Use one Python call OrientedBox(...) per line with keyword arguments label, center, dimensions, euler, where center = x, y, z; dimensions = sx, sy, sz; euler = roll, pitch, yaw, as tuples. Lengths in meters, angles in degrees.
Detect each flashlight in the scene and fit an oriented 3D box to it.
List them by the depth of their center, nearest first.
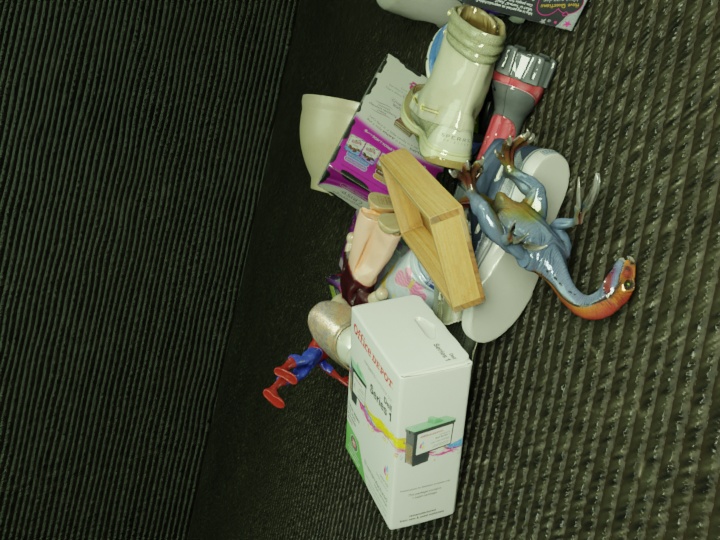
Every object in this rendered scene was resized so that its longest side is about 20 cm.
OrientedBox(label="flashlight", center=(0.151, -0.146, 0.901), dimensions=(0.068, 0.067, 0.202), euler=(-118, 44, -62))

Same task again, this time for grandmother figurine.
OrientedBox(label="grandmother figurine", center=(0.000, 0.000, 1.011), dimensions=(0.122, 0.060, 0.201), euler=(-102, 28, -49))

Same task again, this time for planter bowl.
OrientedBox(label="planter bowl", center=(-0.005, -0.174, 1.219), dimensions=(0.200, 0.198, 0.136), euler=(-149, 72, -73))

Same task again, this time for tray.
OrientedBox(label="tray", center=(0.069, -0.048, 0.817), dimensions=(0.200, 0.037, 0.100), euler=(-115, 6, -64))

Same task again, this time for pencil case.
OrientedBox(label="pencil case", center=(0.072, 0.027, 1.020), dimensions=(0.084, 0.090, 0.200), euler=(-60, 7, -30))

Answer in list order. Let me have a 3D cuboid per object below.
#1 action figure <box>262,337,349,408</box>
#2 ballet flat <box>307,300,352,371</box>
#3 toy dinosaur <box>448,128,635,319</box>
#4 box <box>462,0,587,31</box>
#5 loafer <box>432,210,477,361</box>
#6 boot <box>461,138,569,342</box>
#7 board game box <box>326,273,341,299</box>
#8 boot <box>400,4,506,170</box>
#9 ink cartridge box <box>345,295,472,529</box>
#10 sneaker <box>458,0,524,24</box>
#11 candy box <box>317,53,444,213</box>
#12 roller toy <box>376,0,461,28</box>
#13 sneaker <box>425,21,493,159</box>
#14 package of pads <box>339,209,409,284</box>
OrientedBox(label="action figure", center=(-0.051, 0.141, 1.140), dimensions=(0.066, 0.098, 0.200), euler=(-59, -5, 24))
OrientedBox(label="ballet flat", center=(0.019, 0.110, 0.988), dimensions=(0.068, 0.200, 0.067), euler=(-50, 23, -8))
OrientedBox(label="toy dinosaur", center=(0.162, -0.031, 0.712), dimensions=(0.200, 0.104, 0.183), euler=(85, 160, -73))
OrientedBox(label="box", center=(0.175, -0.365, 0.862), dimensions=(0.115, 0.131, 0.201), euler=(114, 161, -46))
OrientedBox(label="loafer", center=(0.118, 0.035, 0.893), dimensions=(0.070, 0.074, 0.202), euler=(-133, 47, -65))
OrientedBox(label="boot", center=(0.139, -0.033, 0.828), dimensions=(0.090, 0.072, 0.202), euler=(33, 102, 55))
OrientedBox(label="board game box", center=(-0.003, 0.106, 1.151), dimensions=(0.120, 0.032, 0.202), euler=(-150, 45, -81))
OrientedBox(label="boot", center=(0.102, -0.216, 0.898), dimensions=(0.201, 0.071, 0.156), euler=(-101, 22, -61))
OrientedBox(label="ink cartridge box", center=(0.046, 0.150, 0.885), dimensions=(0.145, 0.083, 0.202), euler=(-128, 35, -55))
OrientedBox(label="sneaker", center=(0.145, -0.360, 1.009), dimensions=(0.200, 0.098, 0.070), euler=(-112, 37, -69))
OrientedBox(label="candy box", center=(0.046, -0.164, 1.054), dimensions=(0.201, 0.136, 0.061), euler=(-64, 9, -27))
OrientedBox(label="roller toy", center=(0.099, -0.453, 1.171), dimensions=(0.182, 0.138, 0.202), euler=(140, 140, -66))
OrientedBox(label="sneaker", center=(0.136, -0.234, 1.029), dimensions=(0.089, 0.078, 0.202), euler=(-34, 54, 58))
OrientedBox(label="package of pads", center=(0.028, -0.015, 1.220), dimensions=(0.200, 0.075, 0.122), euler=(-114, 42, -65))
